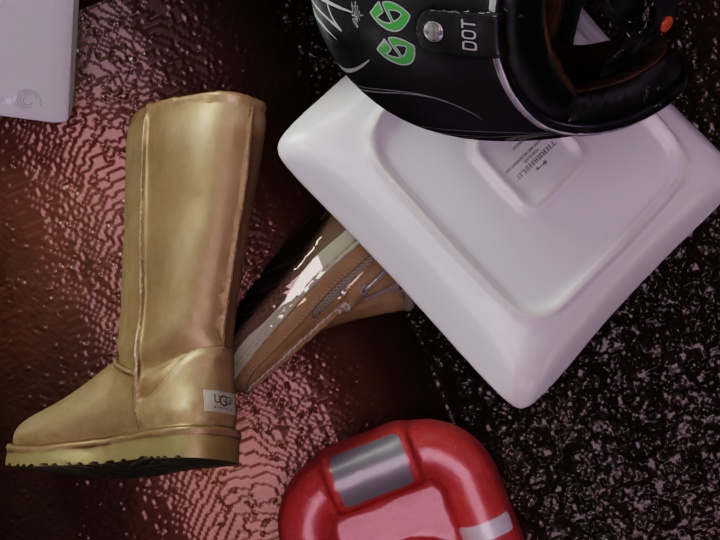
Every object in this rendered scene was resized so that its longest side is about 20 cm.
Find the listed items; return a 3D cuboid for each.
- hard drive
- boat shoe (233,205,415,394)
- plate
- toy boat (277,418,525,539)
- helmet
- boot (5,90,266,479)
[{"bbox_3d":[-0.217,-0.177,1.519,0.131,0.026,0.201,8,127,0],"label":"hard drive"},{"bbox_3d":[0.000,0.000,1.565,0.076,0.072,0.200,40,94,-14],"label":"boat shoe"},{"bbox_3d":[0.087,-0.062,1.534,0.200,0.032,0.200,47,69,-2],"label":"plate"},{"bbox_3d":[0.036,0.187,1.546,0.130,0.131,0.201,-22,94,3],"label":"toy boat"},{"bbox_3d":[0.068,-0.160,1.433,0.199,0.190,0.201,-15,115,-34],"label":"helmet"},{"bbox_3d":[-0.122,0.013,1.562,0.174,0.066,0.201,-7,75,37],"label":"boot"}]
